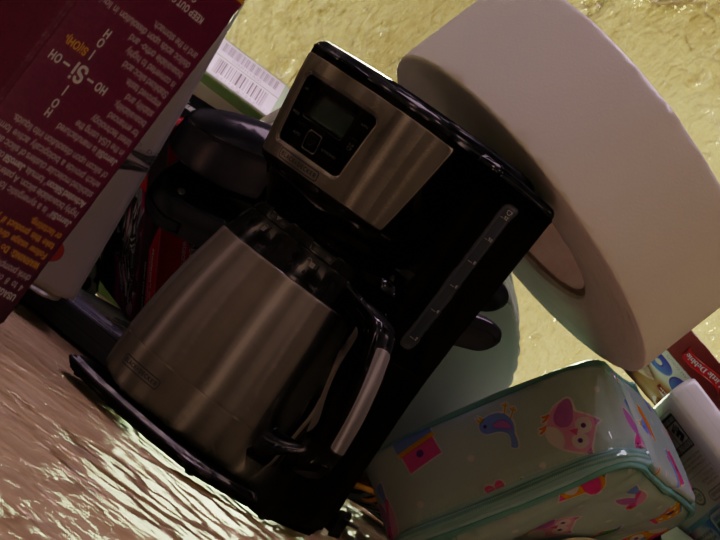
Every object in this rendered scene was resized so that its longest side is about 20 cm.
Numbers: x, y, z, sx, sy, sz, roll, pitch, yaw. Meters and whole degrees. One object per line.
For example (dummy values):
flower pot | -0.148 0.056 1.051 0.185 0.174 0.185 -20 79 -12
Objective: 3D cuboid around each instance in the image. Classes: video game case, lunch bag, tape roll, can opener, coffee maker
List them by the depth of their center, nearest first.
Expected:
coffee maker | -0.015 0.011 1.095 0.135 0.200 0.192 37 0 14
tape roll | 0.106 -0.048 1.166 0.202 0.071 0.202 50 -9 11
can opener | -0.016 -0.009 1.178 0.200 0.063 0.079 28 -32 -9
video game case | -0.111 0.055 1.273 0.143 0.019 0.200 36 -1 24
lunch bag | 0.094 0.124 1.273 0.077 0.160 0.200 69 11 22
video game case | 0.220 0.169 1.388 0.182 0.024 0.200 53 -20 10

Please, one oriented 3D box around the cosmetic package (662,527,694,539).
cosmetic package | 0.171 0.207 1.450 0.200 0.052 0.151 37 -25 42

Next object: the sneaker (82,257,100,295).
sneaker | -0.194 -0.031 1.381 0.081 0.075 0.200 3 17 -9

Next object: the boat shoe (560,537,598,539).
boat shoe | 0.123 0.194 1.275 0.202 0.072 0.060 29 31 -62

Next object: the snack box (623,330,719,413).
snack box | 0.144 0.009 1.367 0.200 0.024 0.072 50 -19 4

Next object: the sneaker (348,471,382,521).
sneaker | 0.021 0.123 1.404 0.200 0.078 0.077 31 10 -6

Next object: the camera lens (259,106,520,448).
camera lens | 0.000 0.000 1.335 0.160 0.160 0.200 37 17 -28

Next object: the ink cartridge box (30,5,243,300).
ink cartridge box | -0.161 -0.106 1.168 0.144 0.200 0.084 30 3 -8

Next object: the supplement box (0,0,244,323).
supplement box | -0.163 -0.100 1.005 0.131 0.200 0.103 36 0 29

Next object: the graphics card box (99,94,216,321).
graphics card box | -0.108 -0.034 1.315 0.051 0.126 0.200 4 10 -14

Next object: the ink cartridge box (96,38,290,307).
ink cartridge box | -0.097 -0.040 1.491 0.146 0.200 0.048 37 38 -9
